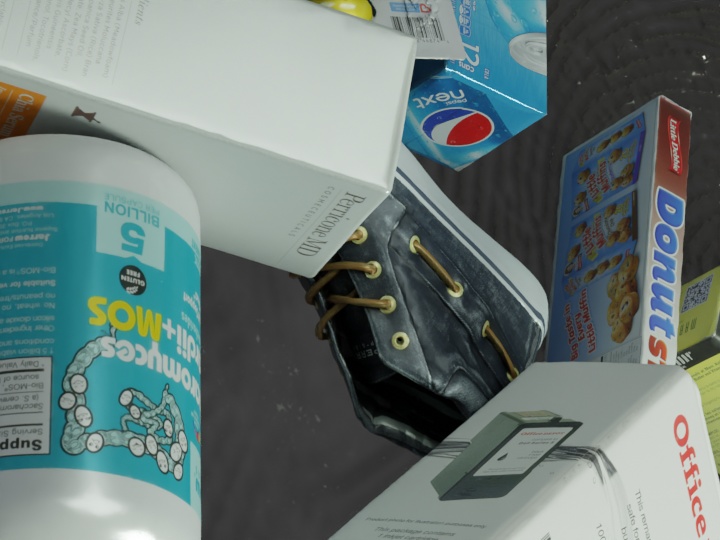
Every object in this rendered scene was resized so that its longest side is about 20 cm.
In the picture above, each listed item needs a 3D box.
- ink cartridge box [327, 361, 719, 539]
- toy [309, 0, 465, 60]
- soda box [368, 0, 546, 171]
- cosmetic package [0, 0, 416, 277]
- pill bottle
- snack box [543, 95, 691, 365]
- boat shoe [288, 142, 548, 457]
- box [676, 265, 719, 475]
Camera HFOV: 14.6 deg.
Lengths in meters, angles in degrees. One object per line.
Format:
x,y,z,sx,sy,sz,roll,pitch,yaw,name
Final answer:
0.070,0.144,1.149,0.200,0.084,0.147,-36,118,-47,ink cartridge box
-0.033,-0.166,1.271,0.114,0.047,0.201,-1,55,-23,toy
0.044,-0.154,1.326,0.064,0.068,0.201,21,55,-32,soda box
-0.089,-0.071,1.098,0.199,0.101,0.072,16,65,-13,cosmetic package
-0.113,0.059,1.044,0.110,0.111,0.201,18,58,-34,pill bottle
0.116,0.017,1.298,0.024,0.072,0.201,27,53,-27,snack box
0.000,0.000,1.204,0.200,0.071,0.091,38,47,-22,boat shoe
0.217,0.083,1.353,0.200,0.075,0.050,38,48,-19,box
